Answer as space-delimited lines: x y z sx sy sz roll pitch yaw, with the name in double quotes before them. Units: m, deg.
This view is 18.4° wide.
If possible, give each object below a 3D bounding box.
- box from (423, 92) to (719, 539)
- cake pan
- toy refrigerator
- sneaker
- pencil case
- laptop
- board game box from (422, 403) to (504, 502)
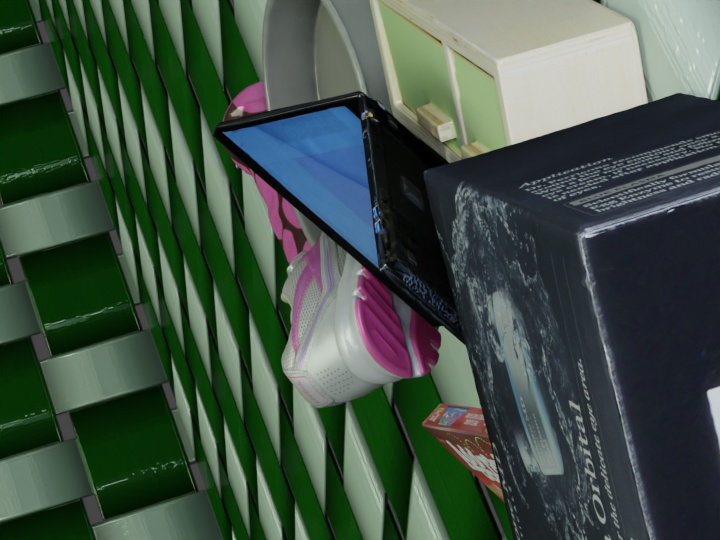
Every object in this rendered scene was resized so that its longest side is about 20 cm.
"box" 0.120 0.051 0.798 0.200 0.117 0.198 -147 41 -75
"cake pan" -0.011 -0.092 1.390 0.200 0.037 0.201 167 90 -72
"toy refrigerator" 0.061 -0.088 1.007 0.200 0.070 0.076 -133 28 -66
"sneaker" 0.000 0.000 1.228 0.081 0.088 0.200 49 -148 -18
"pencil case" -0.032 -0.032 1.522 0.094 0.090 0.201 -48 48 35
"laptop" 0.026 0.012 1.032 0.177 0.103 0.200 40 -155 -30
"board game box" 0.094 0.111 1.142 0.103 0.019 0.200 44 171 -6
